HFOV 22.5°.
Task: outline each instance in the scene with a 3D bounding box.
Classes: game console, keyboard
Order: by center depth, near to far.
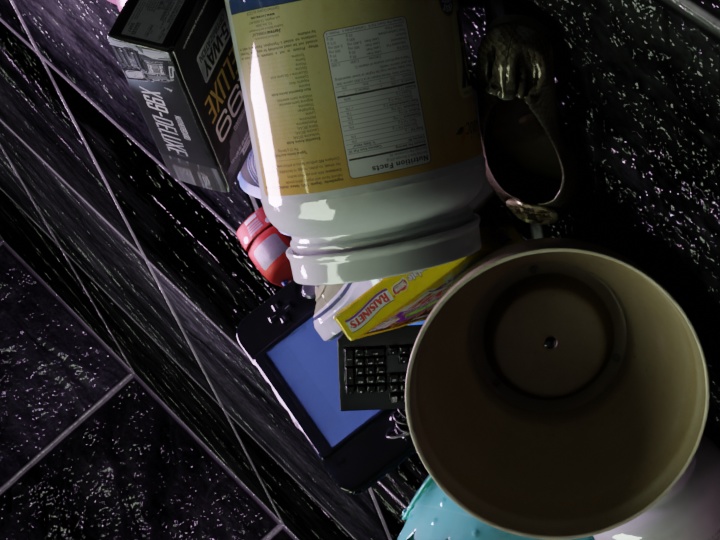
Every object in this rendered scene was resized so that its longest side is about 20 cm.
[{"bbox_3d":[0.082,0.090,1.383,0.040,0.198,0.105,-92,0,-56],"label":"keyboard"},{"bbox_3d":[-0.008,0.047,1.473,0.200,0.170,0.118,52,179,32],"label":"game console"}]

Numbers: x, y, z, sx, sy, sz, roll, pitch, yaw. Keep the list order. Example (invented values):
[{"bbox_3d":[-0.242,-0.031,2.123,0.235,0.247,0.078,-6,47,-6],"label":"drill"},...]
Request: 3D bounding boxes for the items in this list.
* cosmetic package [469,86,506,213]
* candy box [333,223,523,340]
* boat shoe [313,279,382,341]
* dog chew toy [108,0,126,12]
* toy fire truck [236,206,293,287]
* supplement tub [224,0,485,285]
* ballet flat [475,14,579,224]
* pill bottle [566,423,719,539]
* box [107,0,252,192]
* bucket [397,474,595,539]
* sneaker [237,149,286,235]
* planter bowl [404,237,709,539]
[{"bbox_3d":[0.043,-0.072,1.319,0.107,0.090,0.200,48,163,0],"label":"cosmetic package"},{"bbox_3d":[0.054,0.006,1.282,0.026,0.102,0.200,53,-165,8],"label":"candy box"},{"bbox_3d":[0.000,0.000,1.363,0.062,0.072,0.200,59,160,7],"label":"boat shoe"},{"bbox_3d":[-0.136,-0.223,1.342,0.200,0.124,0.125,53,170,28],"label":"dog chew toy"},{"bbox_3d":[-0.022,0.020,1.698,0.199,0.049,0.142,22,-150,-56],"label":"toy fire truck"},{"bbox_3d":[0.000,-0.102,1.115,0.144,0.143,0.202,-169,67,-68],"label":"supplement tub"},{"bbox_3d":[0.103,-0.083,1.145,0.067,0.047,0.201,7,149,12],"label":"ballet flat"},{"bbox_3d":[0.229,0.181,1.348,0.114,0.114,0.201,28,154,55],"label":"pill bottle"},{"bbox_3d":[-0.086,-0.178,1.193,0.049,0.201,0.158,14,153,19],"label":"box"},{"bbox_3d":[0.144,0.199,1.485,0.205,0.136,0.207,20,167,5],"label":"bucket"},{"bbox_3d":[-0.065,-0.097,1.634,0.200,0.069,0.079,-132,43,-62],"label":"sneaker"},{"bbox_3d":[0.131,0.066,1.240,0.201,0.200,0.135,51,-168,-10],"label":"planter bowl"}]
